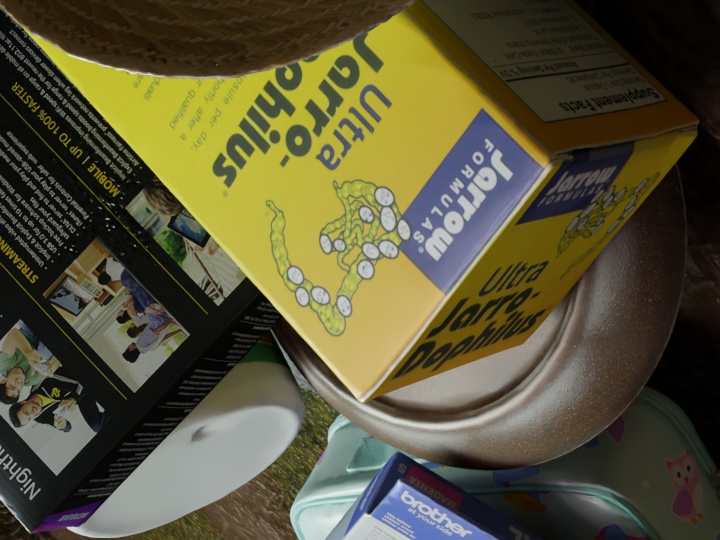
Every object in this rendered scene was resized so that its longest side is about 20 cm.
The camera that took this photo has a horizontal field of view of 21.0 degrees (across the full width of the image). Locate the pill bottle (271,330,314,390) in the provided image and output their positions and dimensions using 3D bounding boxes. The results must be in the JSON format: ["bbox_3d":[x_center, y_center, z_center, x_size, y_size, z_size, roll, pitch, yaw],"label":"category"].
[{"bbox_3d":[0.000,0.000,0.895,0.113,0.113,0.200,49,162,-11],"label":"pill bottle"}]

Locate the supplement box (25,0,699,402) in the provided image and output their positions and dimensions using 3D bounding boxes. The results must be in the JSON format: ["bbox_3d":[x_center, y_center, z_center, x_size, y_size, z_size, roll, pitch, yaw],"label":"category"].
[{"bbox_3d":[-0.007,-0.071,0.654,0.200,0.109,0.110,47,120,18],"label":"supplement box"}]

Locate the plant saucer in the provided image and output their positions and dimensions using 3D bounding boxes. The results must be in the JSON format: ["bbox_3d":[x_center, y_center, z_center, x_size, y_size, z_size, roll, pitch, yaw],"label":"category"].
[{"bbox_3d":[0.026,-0.018,0.732,0.200,0.032,0.201,9,106,34],"label":"plant saucer"}]

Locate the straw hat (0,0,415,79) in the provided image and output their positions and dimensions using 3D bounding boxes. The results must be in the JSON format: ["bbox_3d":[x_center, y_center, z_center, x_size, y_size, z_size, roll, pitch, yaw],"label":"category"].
[{"bbox_3d":[-0.019,-0.139,0.553,0.201,0.201,0.085,39,-177,19],"label":"straw hat"}]

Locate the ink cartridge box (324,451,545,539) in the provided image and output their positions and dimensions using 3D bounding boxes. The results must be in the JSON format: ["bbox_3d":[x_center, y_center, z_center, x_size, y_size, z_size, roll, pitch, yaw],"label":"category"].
[{"bbox_3d":[0.035,0.148,0.823,0.119,0.042,0.200,31,144,-2],"label":"ink cartridge box"}]

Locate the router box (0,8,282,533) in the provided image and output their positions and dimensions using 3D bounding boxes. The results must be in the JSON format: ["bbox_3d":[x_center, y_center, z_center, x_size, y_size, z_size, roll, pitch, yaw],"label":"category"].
[{"bbox_3d":[-0.129,-0.025,0.725,0.200,0.149,0.051,46,-172,12],"label":"router box"}]

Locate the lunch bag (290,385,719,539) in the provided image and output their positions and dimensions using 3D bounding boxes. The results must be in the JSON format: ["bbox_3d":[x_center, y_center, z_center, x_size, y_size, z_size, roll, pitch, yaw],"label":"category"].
[{"bbox_3d":[0.077,0.119,0.860,0.200,0.077,0.161,-10,125,38],"label":"lunch bag"}]

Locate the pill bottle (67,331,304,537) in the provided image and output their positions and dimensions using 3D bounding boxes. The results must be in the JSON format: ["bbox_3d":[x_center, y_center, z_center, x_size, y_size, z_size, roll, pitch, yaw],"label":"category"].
[{"bbox_3d":[-0.114,0.001,0.820,0.200,0.113,0.113,61,169,22],"label":"pill bottle"}]
